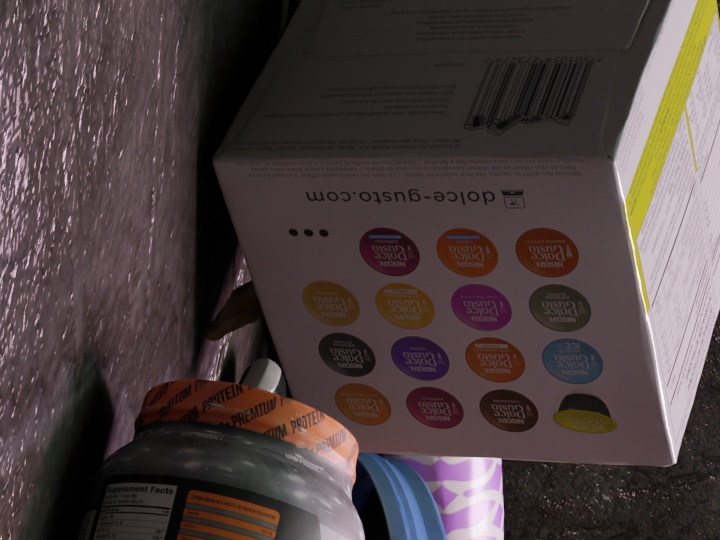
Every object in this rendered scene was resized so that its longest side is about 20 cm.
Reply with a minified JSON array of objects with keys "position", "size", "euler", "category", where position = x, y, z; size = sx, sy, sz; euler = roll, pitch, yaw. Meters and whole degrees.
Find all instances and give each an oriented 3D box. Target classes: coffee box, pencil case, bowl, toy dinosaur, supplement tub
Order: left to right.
[{"position":[-0.068,0.155,1.003],"size":[0.123,0.122,0.200],"euler":[87,16,-67],"category":"supplement tub"},{"position":[-0.031,-0.046,1.284],"size":[0.101,0.058,0.201],"euler":[79,23,-71],"category":"toy dinosaur"},{"position":[0.006,0.204,1.403],"size":[0.201,0.039,0.201],"euler":[-178,-90,-71],"category":"bowl"},{"position":[0.044,0.126,1.469],"size":[0.084,0.085,0.201],"euler":[-62,149,-72],"category":"pencil case"},{"position":[0.071,-0.040,1.227],"size":[0.200,0.199,0.198],"euler":[-66,149,-44],"category":"coffee box"}]

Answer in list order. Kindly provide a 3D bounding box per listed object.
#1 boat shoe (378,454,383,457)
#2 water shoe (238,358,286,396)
[{"position":[-0.013,0.122,1.511],"size":[0.071,0.072,0.200],"euler":[25,91,-57],"category":"boat shoe"},{"position":[-0.046,0.142,1.389],"size":[0.072,0.079,0.200],"euler":[-67,167,-63],"category":"water shoe"}]
